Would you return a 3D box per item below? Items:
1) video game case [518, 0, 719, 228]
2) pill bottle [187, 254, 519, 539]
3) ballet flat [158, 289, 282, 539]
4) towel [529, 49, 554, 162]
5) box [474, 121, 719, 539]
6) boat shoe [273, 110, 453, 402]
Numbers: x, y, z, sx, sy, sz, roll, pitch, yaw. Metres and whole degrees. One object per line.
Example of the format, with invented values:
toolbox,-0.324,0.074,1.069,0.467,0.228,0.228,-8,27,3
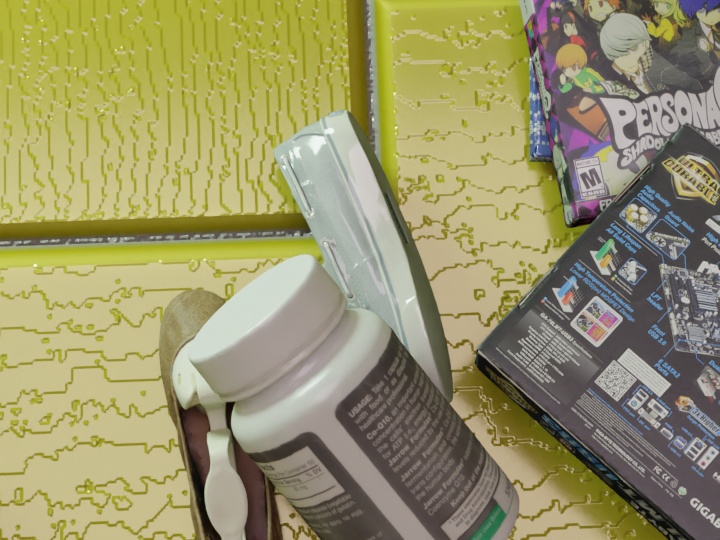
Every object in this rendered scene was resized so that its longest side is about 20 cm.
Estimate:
video game case,0.214,-0.134,1.067,0.199,0.036,0.182,-10,82,-6
pill bottle,-0.004,0.096,0.968,0.113,0.113,0.200,-40,105,-8
ballet flat,-0.087,0.105,1.014,0.068,0.072,0.201,-8,80,-1
towel,0.183,-0.167,1.099,0.144,0.024,0.201,2,81,-4
box,0.206,0.046,0.977,0.200,0.050,0.199,41,78,13
boat shoe,0.000,-0.001,1.045,0.071,0.070,0.201,-23,81,11
